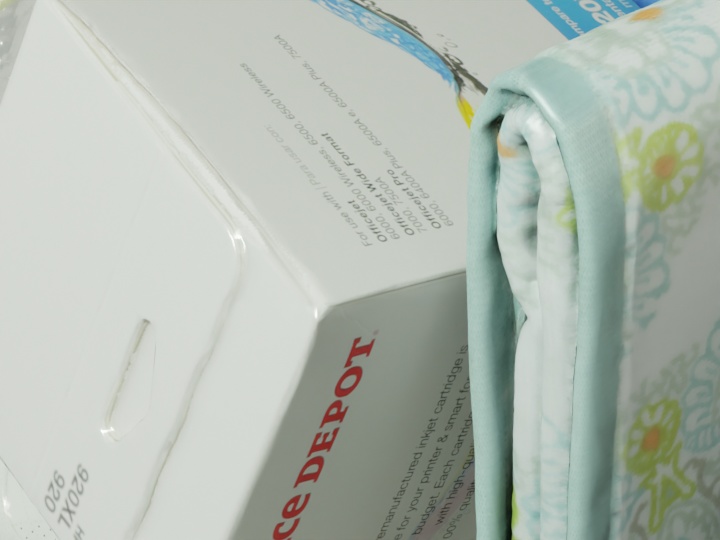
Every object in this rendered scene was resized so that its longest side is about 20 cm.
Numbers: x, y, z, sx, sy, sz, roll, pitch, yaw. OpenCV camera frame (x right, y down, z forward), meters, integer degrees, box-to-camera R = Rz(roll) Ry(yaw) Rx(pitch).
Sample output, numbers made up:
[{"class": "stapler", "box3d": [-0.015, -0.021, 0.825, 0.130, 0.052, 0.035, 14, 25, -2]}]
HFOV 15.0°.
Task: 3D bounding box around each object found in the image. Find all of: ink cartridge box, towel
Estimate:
[{"class": "ink cartridge box", "box3d": [0.000, 0.000, 0.820, 0.145, 0.200, 0.147, 48, 132, 30]}, {"class": "towel", "box3d": [0.102, 0.005, 0.759, 0.171, 0.200, 0.048, -28, 43, -34]}]

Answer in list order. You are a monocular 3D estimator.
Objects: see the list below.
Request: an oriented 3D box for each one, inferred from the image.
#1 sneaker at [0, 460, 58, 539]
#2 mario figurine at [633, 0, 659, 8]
[{"class": "sneaker", "box3d": [-0.081, 0.072, 0.917, 0.200, 0.075, 0.089, 24, 128, 23]}, {"class": "mario figurine", "box3d": [0.171, -0.051, 0.867, 0.200, 0.106, 0.124, 14, 123, 38]}]
